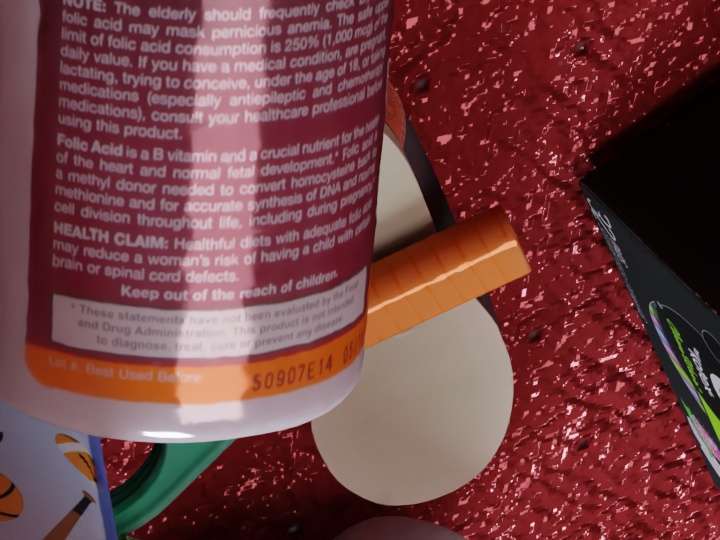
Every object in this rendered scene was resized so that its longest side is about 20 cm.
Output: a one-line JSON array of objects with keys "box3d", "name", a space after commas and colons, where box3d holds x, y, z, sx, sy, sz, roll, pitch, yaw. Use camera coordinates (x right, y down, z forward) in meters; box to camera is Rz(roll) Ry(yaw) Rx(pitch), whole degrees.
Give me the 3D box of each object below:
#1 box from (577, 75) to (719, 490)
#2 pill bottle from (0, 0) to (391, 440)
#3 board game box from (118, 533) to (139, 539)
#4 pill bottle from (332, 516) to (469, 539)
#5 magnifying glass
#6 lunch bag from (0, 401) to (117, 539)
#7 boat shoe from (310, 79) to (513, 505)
[{"box3d": [0.189, 0.031, 1.045, 0.124, 0.149, 0.200, -36, 137, -7], "name": "box"}, {"box3d": [-0.048, -0.066, 0.786, 0.114, 0.114, 0.201, -7, 114, -31], "name": "pill bottle"}, {"box3d": [-0.114, 0.187, 0.909, 0.023, 0.105, 0.201, 24, 109, -2], "name": "board game box"}, {"box3d": [-0.018, 0.174, 0.992, 0.200, 0.114, 0.115, -49, 155, -49], "name": "pill bottle"}, {"box3d": [-0.042, 0.033, 0.902, 0.199, 0.022, 0.080, -26, 135, 2], "name": "magnifying glass"}, {"box3d": [-0.164, 0.060, 0.786, 0.199, 0.160, 0.076, 20, 113, -19], "name": "lunch bag"}, {"box3d": [0.000, 0.000, 0.948, 0.071, 0.063, 0.200, -23, 137, -2], "name": "boat shoe"}]
